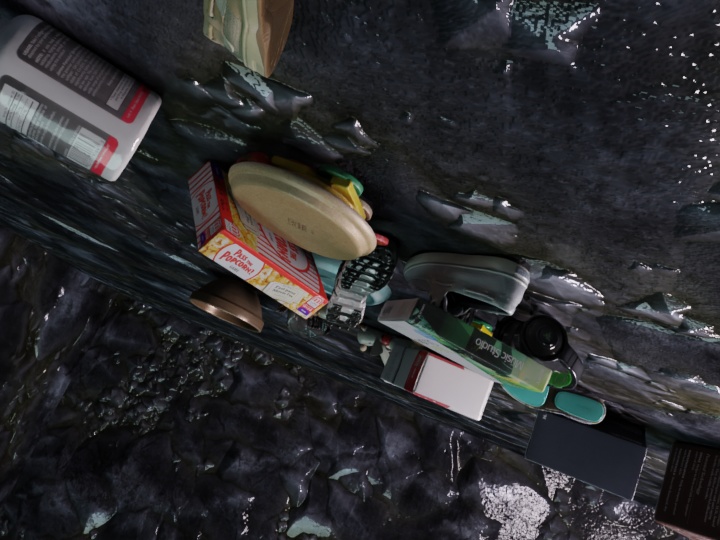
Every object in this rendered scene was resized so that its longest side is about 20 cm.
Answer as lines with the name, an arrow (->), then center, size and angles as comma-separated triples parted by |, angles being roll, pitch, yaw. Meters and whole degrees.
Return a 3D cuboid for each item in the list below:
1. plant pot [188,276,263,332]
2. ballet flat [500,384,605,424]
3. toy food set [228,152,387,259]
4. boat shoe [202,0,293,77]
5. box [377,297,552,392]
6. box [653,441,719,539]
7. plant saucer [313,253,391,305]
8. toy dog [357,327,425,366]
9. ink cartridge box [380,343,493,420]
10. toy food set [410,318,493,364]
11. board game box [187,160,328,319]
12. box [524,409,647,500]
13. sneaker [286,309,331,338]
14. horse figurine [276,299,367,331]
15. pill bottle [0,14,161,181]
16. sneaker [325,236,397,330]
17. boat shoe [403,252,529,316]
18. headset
plant pot -> -0.329, 0.077, 1.566 | 0.200, 0.093, 0.201 | 22, 166, 6
ballet flat -> 0.355, 0.231, 1.144 | 0.200, 0.072, 0.072 | 21, 165, 12
toy food set -> -0.064, -0.073, 0.728 | 0.197, 0.049, 0.200 | 21, 163, 18
boat shoe -> -0.075, -0.186, 0.366 | 0.065, 0.072, 0.200 | 24, 170, -5
box -> 0.131, 0.097, 0.804 | 0.199, 0.036, 0.144 | 27, 170, -10
box -> 0.701, 0.440, 1.140 | 0.165, 0.165, 0.200 | 29, 163, -18
plant saucer -> -0.042, 0.015, 1.068 | 0.199, 0.028, 0.200 | 22, 165, 6
toy dog -> 0.080, 0.198, 1.364 | 0.199, 0.097, 0.132 | 6, 157, 46
ink cartridge box -> 0.142, 0.212, 1.186 | 0.146, 0.083, 0.200 | 24, 172, -14
toy food set -> 0.175, 0.126, 1.078 | 0.197, 0.049, 0.200 | 11, 160, 37
board game box -> -0.138, -0.039, 0.826 | 0.200, 0.046, 0.152 | 38, -159, -43
box -> 0.443, 0.339, 1.194 | 0.199, 0.105, 0.182 | 16, -177, 25
sneaker -> -0.126, 0.122, 1.494 | 0.079, 0.076, 0.200 | 5, 167, 12
horse figurine -> -0.073, 0.086, 1.280 | 0.199, 0.050, 0.133 | 16, -178, -4
pill bottle -> -0.322, -0.189, 0.632 | 0.200, 0.111, 0.111 | 31, 163, -25
sneaker -> 0.000, 0.000, 0.877 | 0.066, 0.091, 0.200 | 17, 140, -11
boat shoe -> 0.119, 0.023, 0.771 | 0.070, 0.072, 0.200 | 33, 162, -32
headset -> 0.224, 0.108, 0.860 | 0.200, 0.094, 0.123 | 46, 158, -15
